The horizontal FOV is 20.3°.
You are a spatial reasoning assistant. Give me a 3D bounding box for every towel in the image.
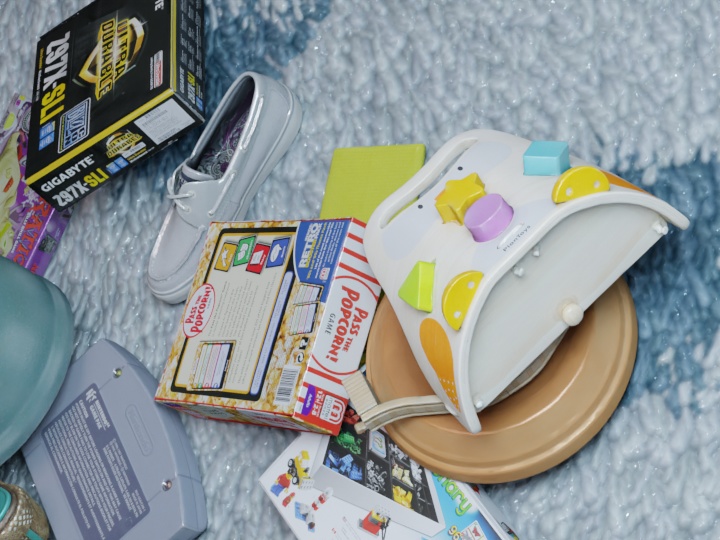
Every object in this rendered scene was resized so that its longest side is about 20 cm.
[{"bbox_3d":[0.000,0.000,1.538,0.085,0.018,0.202,0,71,31],"label":"towel"}]

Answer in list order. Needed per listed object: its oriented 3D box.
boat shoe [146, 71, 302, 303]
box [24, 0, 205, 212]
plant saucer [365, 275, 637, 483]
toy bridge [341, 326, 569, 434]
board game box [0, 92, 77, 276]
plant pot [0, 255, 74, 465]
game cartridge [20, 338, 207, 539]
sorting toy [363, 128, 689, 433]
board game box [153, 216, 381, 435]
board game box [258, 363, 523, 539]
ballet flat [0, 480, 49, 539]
[{"bbox_3d":[-0.121,-0.069,1.619,0.201,0.068,0.072,-54,50,6],"label":"boat shoe"},{"bbox_3d":[-0.205,-0.162,1.696,0.159,0.049,0.201,-31,38,23],"label":"box"},{"bbox_3d":[0.093,0.048,1.404,0.198,0.037,0.202,-11,61,19],"label":"plant saucer"},{"bbox_3d":[0.081,0.057,1.365,0.199,0.027,0.068,-32,57,4],"label":"toy bridge"},{"bbox_3d":[-0.307,-0.049,1.779,0.119,0.032,0.201,23,86,36],"label":"board game box"},{"bbox_3d":[-0.350,0.058,1.635,0.199,0.134,0.202,-23,46,26],"label":"plant pot"},{"bbox_3d":[-0.197,0.158,1.605,0.133,0.041,0.201,-43,52,19],"label":"game cartridge"},{"bbox_3d":[0.082,-0.026,1.350,0.200,0.107,0.180,-44,37,-4],"label":"sorting toy"},{"bbox_3d":[-0.068,0.039,1.513,0.199,0.046,0.153,2,71,55],"label":"board game box"},{"bbox_3d":[0.024,0.177,1.425,0.126,0.035,0.200,-46,55,11],"label":"board game box"},{"bbox_3d":[-0.319,0.195,1.655,0.199,0.065,0.071,21,71,52],"label":"ballet flat"}]
